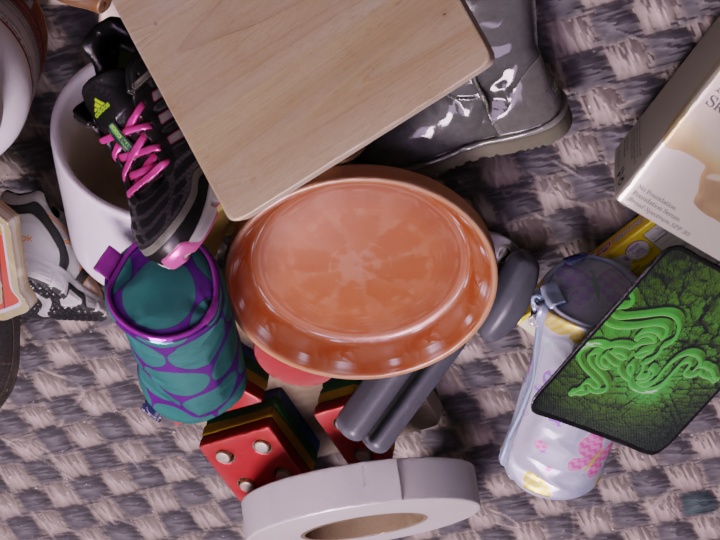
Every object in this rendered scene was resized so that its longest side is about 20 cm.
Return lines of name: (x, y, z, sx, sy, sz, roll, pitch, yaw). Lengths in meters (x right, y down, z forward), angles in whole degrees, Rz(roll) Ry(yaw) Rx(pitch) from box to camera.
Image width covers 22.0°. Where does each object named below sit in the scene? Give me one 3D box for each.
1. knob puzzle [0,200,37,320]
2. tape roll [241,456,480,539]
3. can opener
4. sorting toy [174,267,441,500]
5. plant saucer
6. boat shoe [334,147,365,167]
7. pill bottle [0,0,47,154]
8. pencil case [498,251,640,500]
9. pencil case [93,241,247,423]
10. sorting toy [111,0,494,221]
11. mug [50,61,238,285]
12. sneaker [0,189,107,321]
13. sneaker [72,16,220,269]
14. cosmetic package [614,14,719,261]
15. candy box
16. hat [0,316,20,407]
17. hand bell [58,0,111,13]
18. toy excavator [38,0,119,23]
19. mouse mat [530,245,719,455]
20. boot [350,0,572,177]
knob puzzle: (-0.310, -0.028, 1.311, 0.219, 0.030, 0.220, 33, 151, 21)
tape roll: (0.001, 0.195, 1.532, 0.201, 0.037, 0.203, -8, 164, -2)
can opener: (0.062, 0.060, 1.416, 0.053, 0.067, 0.201, 30, 100, -35)
sorting toy: (-0.068, 0.091, 1.502, 0.199, 0.070, 0.199, -17, 124, 25)
plant saucer: (0.000, 0.000, 1.342, 0.198, 0.032, 0.201, -1, 133, -1)
boat shoe: (-0.076, -0.148, 1.295, 0.201, 0.071, 0.064, 53, 155, -2)
pill bottle: (-0.265, -0.129, 1.198, 0.111, 0.200, 0.113, -1, 112, -4)
pencil case: (0.161, 0.085, 1.406, 0.090, 0.083, 0.201, -17, 138, -24)
pencil case: (-0.133, 0.045, 1.330, 0.092, 0.085, 0.200, 29, 161, 11)
sorting toy: (-0.038, -0.167, 1.195, 0.199, 0.070, 0.200, -30, 84, 16)
mug: (-0.139, -0.050, 1.357, 0.185, 0.150, 0.154, 26, 147, 5)
sneaker: (-0.238, -0.008, 1.437, 0.073, 0.081, 0.200, 0, 167, 2)
sneaker: (-0.148, -0.091, 1.228, 0.074, 0.201, 0.087, -34, 139, 32)
cosmetic package: (0.267, -0.112, 1.246, 0.105, 0.071, 0.201, 27, 123, -10)
candy box: (0.221, 0.012, 1.407, 0.102, 0.027, 0.200, 36, 129, -19)
hat: (-0.362, 0.033, 1.525, 0.199, 0.081, 0.202, 2, 124, 3)
hand bell: (-0.242, -0.226, 1.213, 0.199, 0.104, 0.105, 33, 133, 14)
toy excavator: (-0.279, -0.176, 1.326, 0.194, 0.100, 0.200, 31, 120, -14)
mouse mat: (0.224, 0.064, 1.363, 0.161, 0.008, 0.199, -50, 141, 15)
boot: (0.046, -0.166, 1.268, 0.180, 0.073, 0.201, -16, 130, 14)
